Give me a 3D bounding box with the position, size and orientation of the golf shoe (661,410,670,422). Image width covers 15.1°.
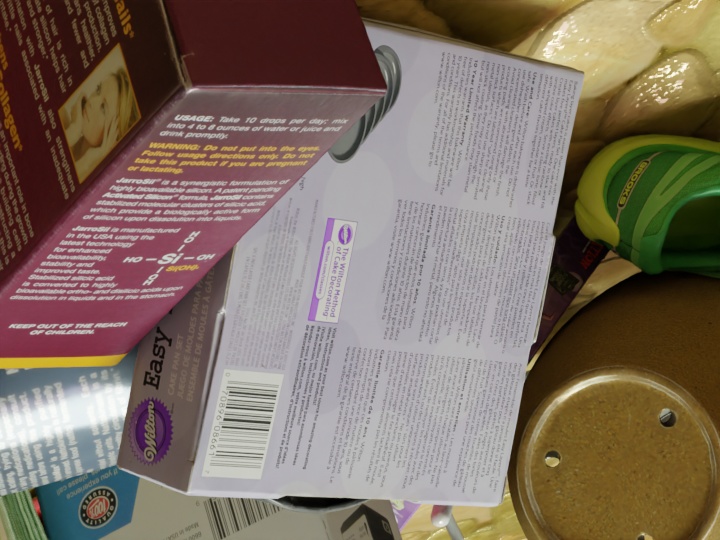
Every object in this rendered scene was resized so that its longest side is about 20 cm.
[{"bbox_3d":[0.161,0.056,1.466,0.200,0.078,0.095,-7,114,-47],"label":"golf shoe"}]

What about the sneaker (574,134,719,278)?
[{"bbox_3d":[0.201,-0.029,1.278,0.199,0.084,0.074,-12,129,-18],"label":"sneaker"}]

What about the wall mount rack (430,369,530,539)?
[{"bbox_3d":[0.041,0.126,1.514,0.200,0.075,0.173,-36,160,34],"label":"wall mount rack"}]

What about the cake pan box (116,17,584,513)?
[{"bbox_3d":[0.000,0.000,1.085,0.184,0.201,0.052,5,-174,-44],"label":"cake pan box"}]

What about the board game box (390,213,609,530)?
[{"bbox_3d":[0.064,0.051,1.354,0.120,0.032,0.200,-46,173,-34],"label":"board game box"}]

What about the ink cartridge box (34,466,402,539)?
[{"bbox_3d":[-0.051,0.162,1.259,0.145,0.201,0.084,-28,155,21],"label":"ink cartridge box"}]

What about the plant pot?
[{"bbox_3d":[0.143,0.086,1.244,0.186,0.187,0.200,-25,172,16],"label":"plant pot"}]

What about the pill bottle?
[{"bbox_3d":[-0.152,0.032,1.119,0.199,0.120,0.120,-16,157,-8],"label":"pill bottle"}]

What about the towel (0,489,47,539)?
[{"bbox_3d":[-0.187,0.160,1.335,0.023,0.153,0.200,-13,158,-25],"label":"towel"}]

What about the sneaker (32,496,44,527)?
[{"bbox_3d":[-0.132,0.149,1.453,0.199,0.078,0.090,-17,150,-9],"label":"sneaker"}]

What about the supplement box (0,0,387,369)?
[{"bbox_3d":[-0.090,-0.058,0.975,0.085,0.111,0.200,0,151,-37],"label":"supplement box"}]
